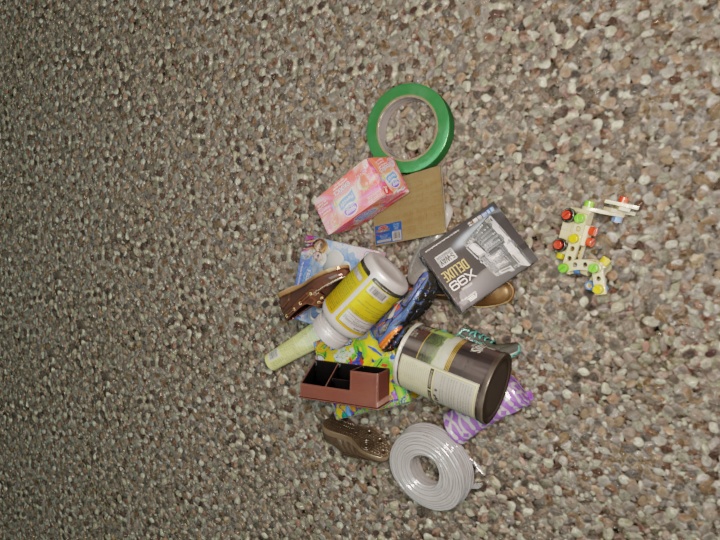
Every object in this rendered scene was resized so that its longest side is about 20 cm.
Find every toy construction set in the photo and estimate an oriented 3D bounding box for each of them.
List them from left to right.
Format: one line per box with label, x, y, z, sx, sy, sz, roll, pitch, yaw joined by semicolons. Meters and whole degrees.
toy construction set;0.459;-0.060;1.019;0.131;0.092;0.200;27;97;46

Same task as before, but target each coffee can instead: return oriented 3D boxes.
coffee can;0.188;0.207;1.058;0.200;0.146;0.147;17;101;32

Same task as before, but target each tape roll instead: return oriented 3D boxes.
tape roll;0.114;-0.324;1.188;0.200;0.048;0.201;2;94;26

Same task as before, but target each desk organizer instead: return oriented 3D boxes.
desk organizer;-0.036;0.252;1.152;0.200;0.072;0.077;1;91;26

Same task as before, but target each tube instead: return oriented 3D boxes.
tube;-0.162;0.199;1.357;0.200;0.052;0.058;-33;121;20

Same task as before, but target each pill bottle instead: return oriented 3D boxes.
pill bottle;-0.005;0.067;1.065;0.200;0.112;0.112;-46;75;18

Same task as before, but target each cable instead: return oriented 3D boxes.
cable;0.161;0.455;1.190;0.200;0.069;0.200;50;125;15

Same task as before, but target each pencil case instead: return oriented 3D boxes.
pencil case;0.276;0.311;1.139;0.085;0.084;0.200;39;116;-23

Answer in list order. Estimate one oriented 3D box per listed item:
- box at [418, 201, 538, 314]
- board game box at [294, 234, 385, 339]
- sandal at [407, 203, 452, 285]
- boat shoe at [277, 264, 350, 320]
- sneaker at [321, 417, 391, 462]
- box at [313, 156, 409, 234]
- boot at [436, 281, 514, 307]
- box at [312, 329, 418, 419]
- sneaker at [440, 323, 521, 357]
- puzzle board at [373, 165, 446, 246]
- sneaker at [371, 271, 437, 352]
box;0.248;-0.027;1.100;0.200;0.050;0.158;-33;78;-4
board game box;-0.057;0.035;1.179;0.199;0.043;0.201;13;93;26
sandal;0.170;-0.053;1.177;0.050;0.082;0.203;19;103;-21
boat shoe;-0.097;0.052;1.136;0.200;0.070;0.070;-28;68;31
sneaker;-0.009;0.436;1.293;0.200;0.070;0.076;19;127;32
box;-0.002;-0.171;1.195;0.200;0.103;0.095;-31;80;41
boot;0.236;0.047;1.142;0.200;0.075;0.074;3;93;24
box;0.022;0.227;1.227;0.200;0.122;0.193;-19;85;25
sneaker;0.252;0.163;1.145;0.200;0.078;0.091;-8;86;24
puzzle board;0.109;-0.144;1.188;0.200;0.017;0.151;-9;82;41
sneaker;0.085;0.078;1.092;0.078;0.075;0.200;45;106;29
